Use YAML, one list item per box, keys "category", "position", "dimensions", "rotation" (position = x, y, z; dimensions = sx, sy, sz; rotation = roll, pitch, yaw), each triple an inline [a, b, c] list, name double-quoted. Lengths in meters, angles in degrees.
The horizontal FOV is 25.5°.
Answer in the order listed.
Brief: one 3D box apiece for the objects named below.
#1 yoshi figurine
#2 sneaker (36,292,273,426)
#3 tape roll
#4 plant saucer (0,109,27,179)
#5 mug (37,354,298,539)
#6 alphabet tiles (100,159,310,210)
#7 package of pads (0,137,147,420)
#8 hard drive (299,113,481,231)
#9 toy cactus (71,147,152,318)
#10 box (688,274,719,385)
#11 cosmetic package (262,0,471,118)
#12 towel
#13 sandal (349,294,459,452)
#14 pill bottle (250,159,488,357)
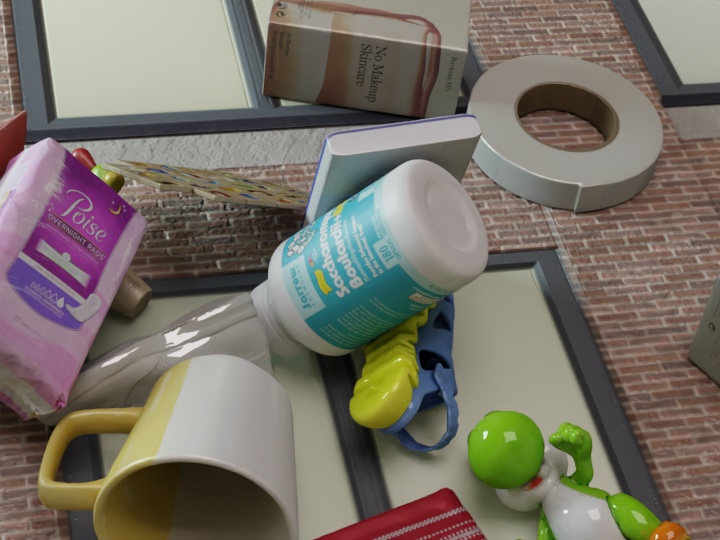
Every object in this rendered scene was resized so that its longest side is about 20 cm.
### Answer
- category: "yoshi figurine"
  position: [0.152, 0.177, 1.230]
  dimensions: [0.112, 0.112, 0.200]
  rotation: [-30, 55, -33]
- category: "sneaker"
  position: [-0.164, 0.095, 1.295]
  dimensions: [0.199, 0.075, 0.089]
  rotation: [-24, 98, -12]
- category: "tape roll"
  position: [0.204, -0.141, 1.600]
  dimensions: [0.202, 0.037, 0.203]
  rotation: [5, 45, -5]
- category: "plant saucer"
  position: [-0.381, -0.043, 1.335]
  dimensions: [0.037, 0.200, 0.200]
  rotation: [54, 50, -13]
- category: "mug"
  position: [-0.129, 0.135, 1.201]
  dimensions: [0.186, 0.150, 0.153]
  rotation: [28, 35, -15]
- category: "alphabet tiles"
  position: [-0.121, -0.075, 1.415]
  dimensions: [0.199, 0.006, 0.166]
  rotation: [4, 11, -41]
- category: "package of pads"
  position: [-0.256, 0.007, 1.257]
  dimensions: [0.120, 0.076, 0.200]
  rotation: [42, 47, -26]
- category: "hard drive"
  position: [0.018, -0.059, 1.374]
  dimensions: [0.131, 0.200, 0.025]
  rotation: [-9, 61, -18]
- category: "toy cactus"
  position: [-0.252, -0.023, 1.383]
  dimensions: [0.165, 0.102, 0.200]
  rotation: [33, 41, 9]
- category: "box"
  position: [0.415, 0.072, 1.378]
  dimensions: [0.152, 0.107, 0.200]
  rotation: [-26, 55, -30]
- category: "cosmetic package"
  position: [0.006, -0.224, 1.602]
  dimensions: [0.199, 0.104, 0.087]
  rotation: [7, 47, 0]
- category: "towel"
  position: [0.057, 0.261, 1.197]
  dimensions: [0.144, 0.023, 0.200]
  rotation: [-16, 53, -26]
- category: "sandal"
  position: [0.048, 0.083, 1.343]
  dimensions: [0.087, 0.079, 0.200]
  rotation: [44, 35, -18]
- category: "pill bottle"
  position: [0.000, 0.000, 1.317]
  dimensions: [0.111, 0.200, 0.111]
  rotation: [35, 38, -33]
